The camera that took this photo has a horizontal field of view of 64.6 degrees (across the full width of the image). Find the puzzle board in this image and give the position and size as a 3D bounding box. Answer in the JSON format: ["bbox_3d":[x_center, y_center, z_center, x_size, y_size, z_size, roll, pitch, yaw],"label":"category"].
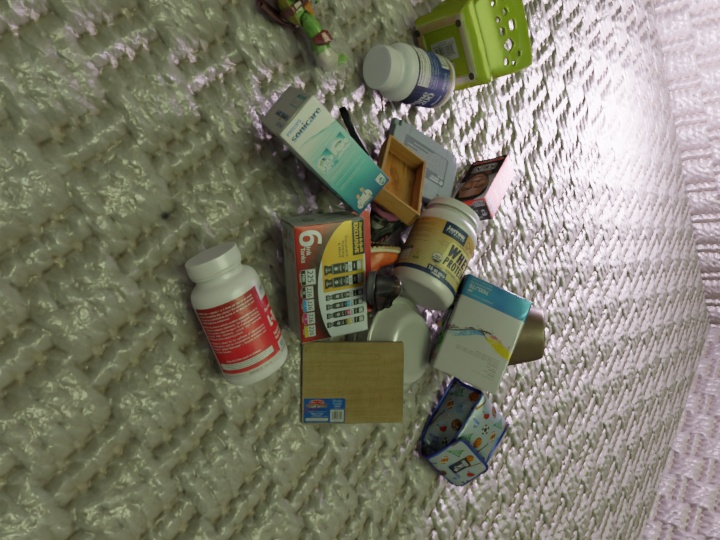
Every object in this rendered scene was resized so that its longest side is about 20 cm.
[{"bbox_3d":[-0.014,0.211,1.079,0.194,0.017,0.156,1,92,-9],"label":"puzzle board"}]

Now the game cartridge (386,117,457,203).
[{"bbox_3d":[0.129,-0.229,1.253,0.197,0.040,0.137,24,70,-33],"label":"game cartridge"}]

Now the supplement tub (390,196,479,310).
[{"bbox_3d":[0.160,-0.036,1.195,0.144,0.142,0.204,42,66,-37],"label":"supplement tub"}]

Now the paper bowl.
[{"bbox_3d":[0.072,0.156,1.177,0.198,0.103,0.207,0,90,-46],"label":"paper bowl"}]

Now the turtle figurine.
[{"bbox_3d":[-0.066,-0.468,0.993,0.200,0.142,0.197,-47,126,-30],"label":"turtle figurine"}]

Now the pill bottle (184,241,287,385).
[{"bbox_3d":[-0.196,0.066,0.892,0.112,0.110,0.205,-35,115,-38],"label":"pill bottle"}]

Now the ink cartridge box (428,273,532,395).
[{"bbox_3d":[0.243,0.131,1.203,0.143,0.147,0.205,23,87,0],"label":"ink cartridge box"}]

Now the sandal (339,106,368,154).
[{"bbox_3d":[-0.009,-0.226,1.112,0.044,0.076,0.202,-28,133,3],"label":"sandal"}]

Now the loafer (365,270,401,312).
[{"bbox_3d":[0.049,0.040,1.047,0.200,0.061,0.074,39,55,-80],"label":"loafer"}]

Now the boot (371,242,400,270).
[{"bbox_3d":[0.000,0.000,1.127,0.196,0.074,0.111,-11,102,-36],"label":"boot"}]

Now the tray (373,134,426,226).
[{"bbox_3d":[0.074,-0.178,1.105,0.097,0.037,0.202,33,36,-15],"label":"tray"}]

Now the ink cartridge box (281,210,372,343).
[{"bbox_3d":[-0.042,0.004,1.008,0.171,0.084,0.206,-10,108,-22],"label":"ink cartridge box"}]

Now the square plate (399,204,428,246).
[{"bbox_3d":[0.172,-0.056,1.326,0.200,0.028,0.201,-48,122,-34],"label":"square plate"}]

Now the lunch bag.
[{"bbox_3d":[0.242,0.393,1.349,0.202,0.123,0.170,-52,125,-14],"label":"lunch bag"}]

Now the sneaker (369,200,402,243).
[{"bbox_3d":[0.058,-0.106,1.157,0.199,0.078,0.097,-29,147,-63],"label":"sneaker"}]

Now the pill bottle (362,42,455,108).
[{"bbox_3d":[0.100,-0.406,1.185,0.197,0.109,0.115,-6,95,-45],"label":"pill bottle"}]

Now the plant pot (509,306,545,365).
[{"bbox_3d":[0.348,0.150,1.358,0.200,0.169,0.207,2,90,-76],"label":"plant pot"}]

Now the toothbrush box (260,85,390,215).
[{"bbox_3d":[-0.062,-0.206,0.974,0.086,0.146,0.199,-48,120,2],"label":"toothbrush box"}]

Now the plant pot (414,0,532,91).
[{"bbox_3d":[0.242,-0.514,1.276,0.180,0.198,0.203,-34,115,-31],"label":"plant pot"}]

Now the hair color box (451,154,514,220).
[{"bbox_3d":[0.295,-0.198,1.378,0.062,0.099,0.201,60,43,-27],"label":"hair color box"}]
